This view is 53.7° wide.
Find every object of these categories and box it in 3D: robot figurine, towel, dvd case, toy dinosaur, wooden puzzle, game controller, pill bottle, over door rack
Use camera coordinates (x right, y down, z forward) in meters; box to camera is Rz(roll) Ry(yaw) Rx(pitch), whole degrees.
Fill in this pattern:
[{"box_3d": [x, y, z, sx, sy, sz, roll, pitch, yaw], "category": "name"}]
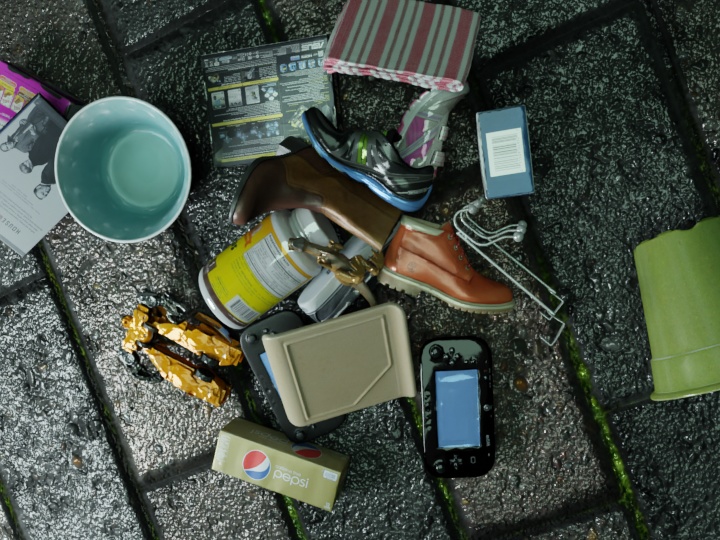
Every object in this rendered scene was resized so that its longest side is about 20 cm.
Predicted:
[{"box_3d": [-0.280, 0.119, 1.099, 0.197, 0.058, 0.148, 27, 100, 7], "category": "robot figurine"}, {"box_3d": [0.058, -0.310, 0.963, 0.195, 0.030, 0.149, 13, 60, 10], "category": "towel"}, {"box_3d": [-0.495, -0.140, 1.067, 0.200, 0.025, 0.151, -44, 125, -2], "category": "dvd case"}, {"box_3d": [-0.010, 0.006, 0.966, 0.200, 0.105, 0.061, 44, 60, -21], "category": "toy dinosaur"}, {"box_3d": [-0.025, 0.132, 1.003, 0.195, 0.038, 0.188, -12, 129, -1], "category": "wooden puzzle"}, {"box_3d": [-0.099, 0.158, 1.060, 0.102, 0.042, 0.204, -22, 103, 14], "category": "game controller"}, {"box_3d": [-0.130, -0.012, 1.028, 0.198, 0.109, 0.110, -35, 89, 12], "category": "pill bottle"}, {"box_3d": [0.139, 0.196, 1.023, 0.102, 0.042, 0.206, -2, 96, 12], "category": "game controller"}, {"box_3d": [0.209, -0.015, 0.940, 0.066, 0.148, 0.201, -40, 87, 18], "category": "over door rack"}]

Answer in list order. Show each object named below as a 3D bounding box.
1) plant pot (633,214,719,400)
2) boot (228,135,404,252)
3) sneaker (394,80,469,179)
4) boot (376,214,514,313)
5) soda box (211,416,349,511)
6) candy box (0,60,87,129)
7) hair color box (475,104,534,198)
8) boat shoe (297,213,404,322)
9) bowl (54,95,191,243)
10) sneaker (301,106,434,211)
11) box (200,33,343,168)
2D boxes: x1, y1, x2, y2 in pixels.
[{"box_3d": [0.434, 0.041, 0.895, 0.196, 0.200, 0.195, -18, 79, 13], "category": "plant pot"}, {"box_3d": [-0.055, -0.076, 0.936, 0.198, 0.189, 0.069, 33, 128, 7], "category": "boot"}, {"box_3d": [0.088, -0.177, 0.986, 0.088, 0.081, 0.201, 43, 110, 3], "category": "sneaker"}, {"box_3d": [0.130, -0.007, 0.981, 0.195, 0.075, 0.110, 18, 99, -5], "category": "boot"}, {"box_3d": [-0.120, 0.291, 1.080, 0.195, 0.068, 0.066, 17, 100, 9], "category": "soda box"}, {"box_3d": [-0.528, -0.201, 1.113, 0.134, 0.061, 0.203, 29, 100, 5], "category": "candy box"}, {"box_3d": [0.181, -0.144, 0.903, 0.059, 0.200, 0.103, -6, 95, 11], "category": "hair color box"}, {"box_3d": [0.000, 0.000, 1.026, 0.200, 0.072, 0.068, -46, 114, 2], "category": "boat shoe"}, {"box_3d": [-0.333, -0.148, 1.049, 0.195, 0.105, 0.207, 0, 99, 2], "category": "bowl"}, {"box_3d": [0.011, -0.158, 0.937, 0.197, 0.071, 0.084, 32, 107, 2], "category": "sneaker"}, {"box_3d": [-0.126, -0.242, 1.033, 0.195, 0.049, 0.166, -6, 94, 12], "category": "box"}]
